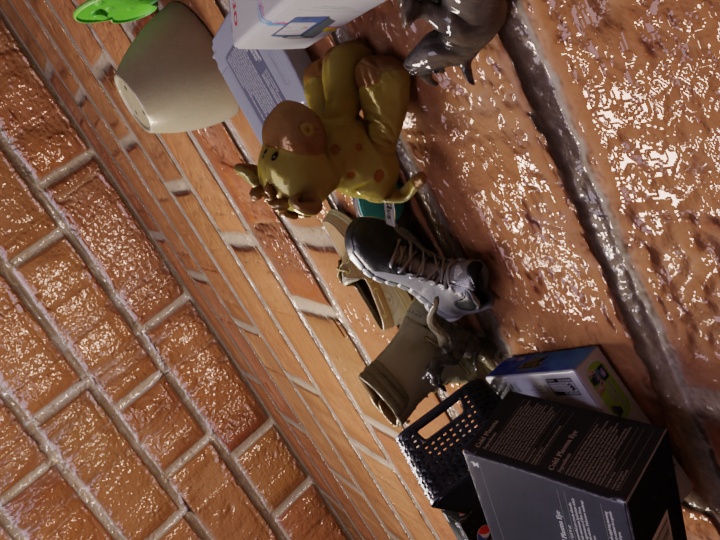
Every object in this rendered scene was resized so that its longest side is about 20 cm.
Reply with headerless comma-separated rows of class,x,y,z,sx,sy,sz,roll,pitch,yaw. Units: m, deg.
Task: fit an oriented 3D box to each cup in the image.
cup,-0.311,-0.306,1.152,0.200,0.142,0.202,45,159,23

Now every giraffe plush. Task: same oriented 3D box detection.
giraffe plush,-0.044,-0.125,0.744,0.171,0.160,0.205,-7,100,56

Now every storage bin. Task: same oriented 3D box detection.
storage bin,0.146,0.234,0.921,0.095,0.134,0.200,57,-172,29

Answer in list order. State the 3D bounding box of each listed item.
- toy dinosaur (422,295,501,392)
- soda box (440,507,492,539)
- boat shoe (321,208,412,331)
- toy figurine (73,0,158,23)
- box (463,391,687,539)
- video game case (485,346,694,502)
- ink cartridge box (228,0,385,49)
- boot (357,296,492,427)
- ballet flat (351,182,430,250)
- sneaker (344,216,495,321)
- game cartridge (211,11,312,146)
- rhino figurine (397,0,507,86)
toy dinosaur,0.109,0.101,0.869,0.047,0.089,0.199,26,174,38
soda box,0.235,0.527,1.396,0.063,0.070,0.203,17,139,57
boat shoe,0.000,0.000,1.065,0.201,0.066,0.074,52,160,5
toy figurine,-0.401,-0.503,1.111,0.200,0.147,0.188,-103,-6,-79
box,0.228,0.251,0.741,0.180,0.104,0.204,6,125,44
video game case,0.254,0.180,0.821,0.183,0.045,0.200,55,160,-2
ink cartridge box,-0.053,-0.287,0.611,0.199,0.086,0.149,5,101,62
boot,0.095,0.151,0.951,0.072,0.156,0.201,13,148,54
ballet flat,0.033,-0.057,0.902,0.203,0.067,0.068,62,167,-21
sneaker,0.083,-0.009,0.825,0.198,0.076,0.115,31,158,-27
game cartridge,-0.111,-0.237,0.895,0.133,0.040,0.203,-33,86,54
rhino figurine,0.073,-0.207,0.547,0.201,0.085,0.061,97,172,-64
